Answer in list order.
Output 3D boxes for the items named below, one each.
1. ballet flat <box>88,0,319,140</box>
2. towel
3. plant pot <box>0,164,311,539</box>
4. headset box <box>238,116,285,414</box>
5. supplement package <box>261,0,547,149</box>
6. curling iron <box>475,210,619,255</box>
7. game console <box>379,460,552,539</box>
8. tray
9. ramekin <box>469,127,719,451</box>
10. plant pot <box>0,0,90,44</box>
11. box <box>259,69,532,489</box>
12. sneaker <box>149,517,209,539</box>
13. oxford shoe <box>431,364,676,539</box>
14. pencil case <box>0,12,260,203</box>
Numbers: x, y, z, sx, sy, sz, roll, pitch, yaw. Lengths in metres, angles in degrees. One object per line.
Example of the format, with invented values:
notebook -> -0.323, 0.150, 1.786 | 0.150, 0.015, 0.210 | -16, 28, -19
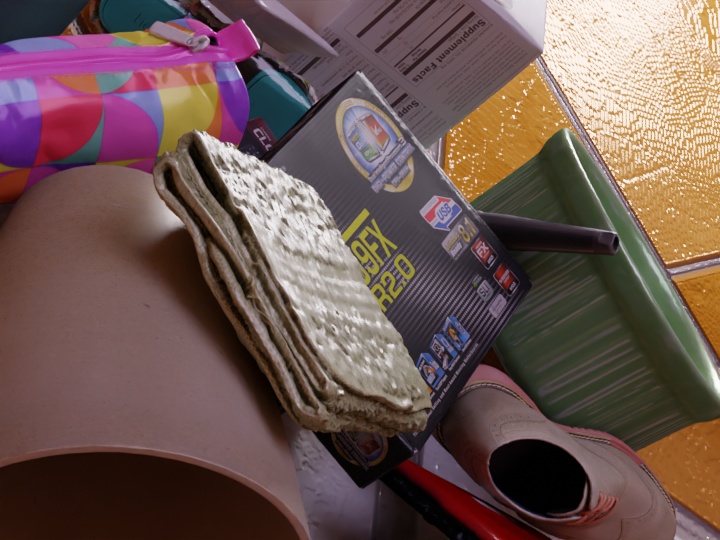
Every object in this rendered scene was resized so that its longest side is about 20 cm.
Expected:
ballet flat -> -0.077, -0.113, 1.429 | 0.200, 0.076, 0.064 | 46, 14, -15
towel -> -0.030, 0.012, 1.128 | 0.149, 0.036, 0.200 | 61, 12, 12
plant pot -> -0.120, 0.056, 1.107 | 0.187, 0.187, 0.201 | 27, 40, -32
headset box -> -0.076, 0.010, 1.304 | 0.149, 0.075, 0.200 | 56, 34, 5
supplement package -> 0.032, -0.185, 1.546 | 0.111, 0.156, 0.201 | 36, 36, -23
curling iron -> 0.059, -0.015, 1.407 | 0.026, 0.199, 0.050 | 4, 85, -61
game console -> 0.081, 0.211, 1.315 | 0.172, 0.119, 0.200 | 37, 2, 36
tray -> -0.105, -0.189, 1.437 | 0.200, 0.022, 0.107 | 41, 6, 26
ramekin -> 0.135, 0.023, 1.474 | 0.201, 0.097, 0.200 | 57, 10, -16
plant pot -> -0.240, -0.170, 1.226 | 0.200, 0.141, 0.142 | -29, 82, -49
box -> 0.000, 0.000, 1.297 | 0.160, 0.044, 0.200 | 51, 34, -7
sneaker -> -0.034, 0.187, 1.214 | 0.200, 0.070, 0.076 | 46, 16, -18
oxford shoe -> 0.117, 0.128, 1.379 | 0.199, 0.071, 0.074 | 30, 15, -35
pencil case -> -0.149, -0.079, 1.178 | 0.199, 0.088, 0.089 | -13, 68, -36
